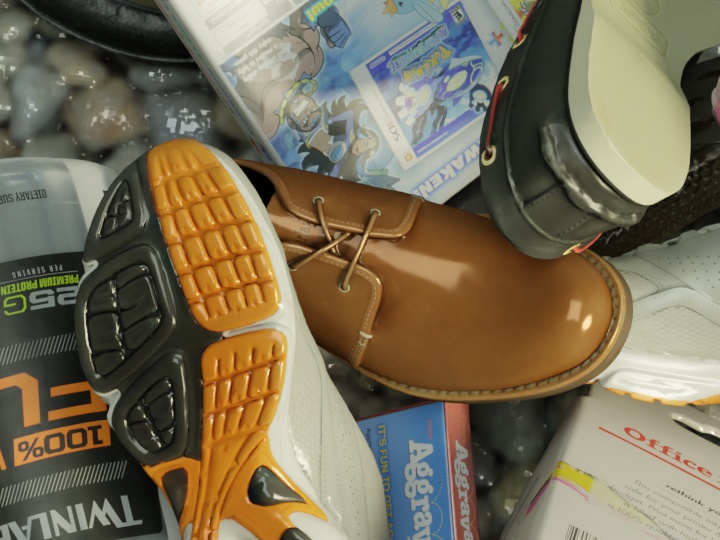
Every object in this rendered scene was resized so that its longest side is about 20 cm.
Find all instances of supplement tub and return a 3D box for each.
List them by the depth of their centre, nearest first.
[{"bbox_3d":[-0.119,0.069,0.926,0.122,0.123,0.200,-17,73,-2],"label":"supplement tub"}]

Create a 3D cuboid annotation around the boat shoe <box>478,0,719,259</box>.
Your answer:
[{"bbox_3d":[0.088,-0.082,0.899,0.074,0.063,0.201,44,37,-19],"label":"boat shoe"}]

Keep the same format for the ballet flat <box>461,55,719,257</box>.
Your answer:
[{"bbox_3d":[0.117,-0.032,0.986,0.200,0.046,0.067,-30,34,-10],"label":"ballet flat"}]

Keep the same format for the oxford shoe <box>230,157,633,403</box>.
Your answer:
[{"bbox_3d":[0.000,0.000,0.891,0.200,0.071,0.071,12,78,29],"label":"oxford shoe"}]

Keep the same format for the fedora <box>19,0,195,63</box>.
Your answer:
[{"bbox_3d":[-0.078,-0.183,1.011,0.200,0.092,0.201,-2,72,6],"label":"fedora"}]

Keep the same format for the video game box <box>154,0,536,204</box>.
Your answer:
[{"bbox_3d":[0.022,-0.130,0.966,0.200,0.047,0.182,-37,113,-8],"label":"video game box"}]

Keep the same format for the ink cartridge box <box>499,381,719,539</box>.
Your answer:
[{"bbox_3d":[0.106,0.118,0.884,0.116,0.200,0.068,28,115,2],"label":"ink cartridge box"}]

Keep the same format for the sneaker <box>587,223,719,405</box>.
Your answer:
[{"bbox_3d":[0.135,0.005,0.908,0.200,0.076,0.092,13,98,12],"label":"sneaker"}]

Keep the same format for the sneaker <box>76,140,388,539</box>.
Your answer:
[{"bbox_3d":[-0.038,0.051,0.865,0.076,0.092,0.200,-12,97,18],"label":"sneaker"}]

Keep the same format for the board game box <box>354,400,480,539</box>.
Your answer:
[{"bbox_3d":[0.002,0.155,0.919,0.103,0.019,0.200,-16,69,35],"label":"board game box"}]

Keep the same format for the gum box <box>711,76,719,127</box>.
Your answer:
[{"bbox_3d":[0.229,-0.055,0.852,0.200,0.066,0.114,-21,62,-11],"label":"gum box"}]
